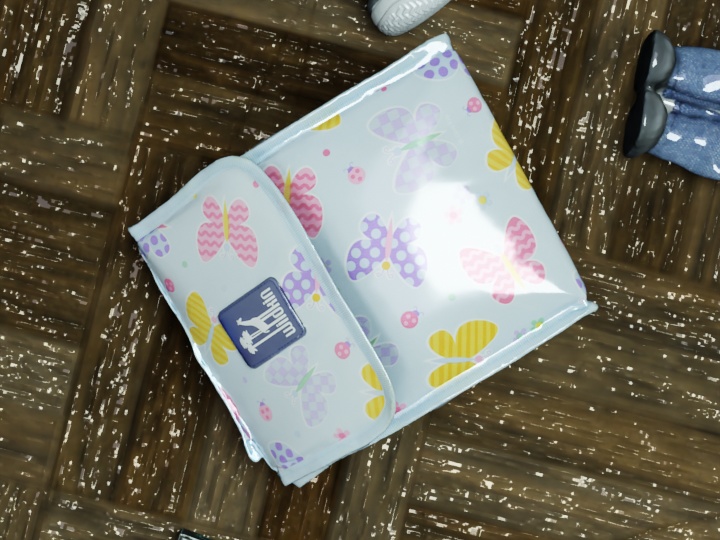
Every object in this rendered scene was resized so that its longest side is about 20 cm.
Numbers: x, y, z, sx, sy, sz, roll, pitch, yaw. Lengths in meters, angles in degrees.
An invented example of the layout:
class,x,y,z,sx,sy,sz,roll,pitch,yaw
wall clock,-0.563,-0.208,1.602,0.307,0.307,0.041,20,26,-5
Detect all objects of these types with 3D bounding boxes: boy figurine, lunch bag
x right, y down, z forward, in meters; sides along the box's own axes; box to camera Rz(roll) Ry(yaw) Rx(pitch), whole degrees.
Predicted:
class,x,y,z,sx,sy,sz,roll,pitch,yaw
boy figurine,0.248,-0.073,0.950,0.198,0.064,0.125,13,85,0
lunch bag,0.000,0.000,0.903,0.199,0.127,0.170,-28,88,3

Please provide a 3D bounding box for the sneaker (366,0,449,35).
class,x,y,z,sx,sy,sz,roll,pitch,yaw
sneaker,0.056,-0.232,0.935,0.200,0.075,0.114,-43,94,-1

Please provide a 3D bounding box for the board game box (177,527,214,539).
class,x,y,z,sx,sy,sz,roll,pitch,yaw
board game box,-0.031,0.241,0.939,0.199,0.028,0.136,22,87,-3
